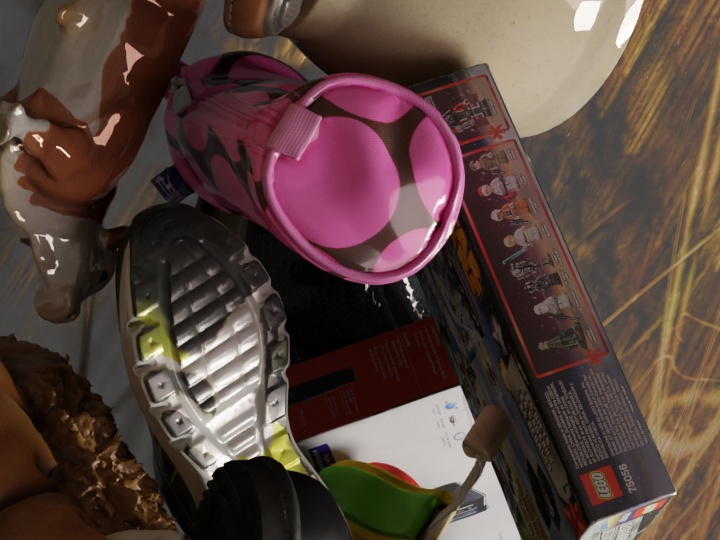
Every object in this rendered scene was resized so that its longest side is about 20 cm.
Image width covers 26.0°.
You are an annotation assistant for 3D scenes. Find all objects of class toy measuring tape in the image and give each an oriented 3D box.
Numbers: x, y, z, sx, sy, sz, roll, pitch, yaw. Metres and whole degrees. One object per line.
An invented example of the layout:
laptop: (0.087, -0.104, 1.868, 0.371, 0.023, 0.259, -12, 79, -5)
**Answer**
toy measuring tape: (0.009, 0.106, 0.725, 0.074, 0.074, 0.200, -43, 166, -34)

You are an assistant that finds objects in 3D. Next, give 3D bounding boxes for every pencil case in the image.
pencil case: (-0.031, -0.052, 0.672, 0.094, 0.200, 0.091, 44, 82, -21)

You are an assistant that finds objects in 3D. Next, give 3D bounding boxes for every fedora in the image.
fedora: (0.000, 0.000, 0.834, 0.200, 0.092, 0.201, -14, 109, -45)

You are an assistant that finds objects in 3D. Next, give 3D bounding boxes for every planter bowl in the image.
planter bowl: (0.020, -0.163, 0.711, 0.135, 0.200, 0.201, 0, 116, -30)

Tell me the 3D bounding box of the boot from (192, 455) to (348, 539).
boot: (0.013, 0.143, 0.644, 0.158, 0.079, 0.211, -10, 136, -17)

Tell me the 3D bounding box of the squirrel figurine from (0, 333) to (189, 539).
squirrel figurine: (-0.139, 0.098, 0.630, 0.200, 0.187, 0.142, -2, 115, -59)

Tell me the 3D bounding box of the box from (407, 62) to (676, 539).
box: (0.068, 0.029, 0.682, 0.040, 0.200, 0.137, -18, 160, -8)

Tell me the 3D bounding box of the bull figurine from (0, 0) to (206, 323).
bull figurine: (-0.118, -0.077, 0.646, 0.121, 0.065, 0.200, 9, 103, -68)

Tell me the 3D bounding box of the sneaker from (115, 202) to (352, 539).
sneaker: (-0.072, 0.067, 0.693, 0.074, 0.085, 0.200, -25, 106, -31)

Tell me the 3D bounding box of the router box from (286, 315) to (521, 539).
router box: (0.015, 0.117, 0.839, 0.179, 0.049, 0.200, -20, 138, 1)

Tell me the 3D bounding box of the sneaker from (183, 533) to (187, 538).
sneaker: (-0.059, 0.156, 0.946, 0.200, 0.066, 0.090, -60, 155, -3)

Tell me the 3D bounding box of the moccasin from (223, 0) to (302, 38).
moccasin: (-0.053, -0.191, 0.603, 0.074, 0.078, 0.202, -66, 151, -79)
